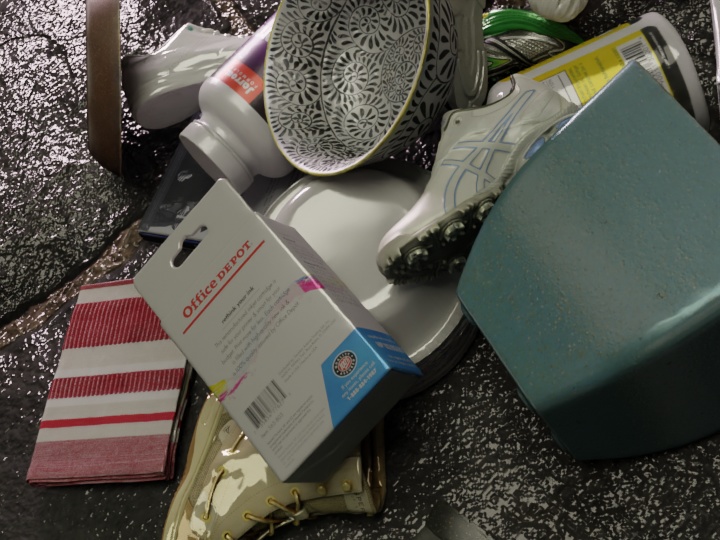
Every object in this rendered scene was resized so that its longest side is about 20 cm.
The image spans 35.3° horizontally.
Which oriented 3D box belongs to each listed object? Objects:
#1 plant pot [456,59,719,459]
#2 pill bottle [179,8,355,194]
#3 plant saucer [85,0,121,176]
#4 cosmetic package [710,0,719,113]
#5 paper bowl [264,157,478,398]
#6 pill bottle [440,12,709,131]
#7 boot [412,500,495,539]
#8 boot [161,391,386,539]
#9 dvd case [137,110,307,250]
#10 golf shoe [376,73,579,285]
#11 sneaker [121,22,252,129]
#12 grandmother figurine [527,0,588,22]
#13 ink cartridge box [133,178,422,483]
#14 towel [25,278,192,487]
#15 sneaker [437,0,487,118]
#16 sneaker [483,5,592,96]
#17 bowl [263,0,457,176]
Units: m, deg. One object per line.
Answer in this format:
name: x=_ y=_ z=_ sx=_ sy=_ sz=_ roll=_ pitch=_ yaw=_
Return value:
plant pot: x=0.186 y=0.018 z=0.802 sx=0.199 sy=0.196 sz=0.197 roll=-35 pitch=53 yaw=6
pill bottle: x=-0.068 y=-0.165 z=1.029 sx=0.200 sy=0.113 sz=0.112 roll=-46 pitch=55 yaw=-11
plant saucer: x=-0.249 y=-0.193 z=1.100 sx=0.034 sy=0.201 sz=0.202 roll=-1 pitch=54 yaw=-13
cosmetic package: x=0.303 y=-0.116 z=0.828 sx=0.080 sy=0.201 sz=0.114 roll=-4 pitch=55 yaw=18
paper bowl: x=0.000 y=0.000 z=0.919 sx=0.198 sy=0.104 sz=0.203 roll=-5 pitch=66 yaw=12
pill bottle: x=0.174 y=-0.122 z=0.936 sx=0.198 sy=0.115 sz=0.115 roll=-23 pitch=54 yaw=6
boot: x=0.085 y=0.260 z=0.769 sx=0.199 sy=0.068 sz=0.131 roll=29 pitch=78 yaw=41
boot: x=-0.062 y=0.186 z=0.864 sx=0.154 sy=0.073 sz=0.202 roll=-1 pitch=56 yaw=20
dvd case: x=-0.100 y=-0.082 z=1.075 sx=0.198 sy=0.025 sz=0.151 roll=10 pitch=64 yaw=26
golf shoe: x=0.079 y=-0.070 z=0.850 sx=0.199 sy=0.079 sz=0.097 roll=-36 pitch=65 yaw=-14
sneaker: x=-0.140 y=-0.212 z=1.112 sx=0.198 sy=0.075 sz=0.089 roll=-18 pitch=62 yaw=-14
grandmother figurine: x=0.173 y=-0.258 z=0.997 sx=0.120 sy=0.061 sz=0.200 roll=-5 pitch=23 yaw=12
ink cartridge box: x=-0.064 y=0.042 z=0.830 sx=0.115 sy=0.068 sz=0.200 roll=-46 pitch=67 yaw=11
towel: x=-0.213 y=0.096 z=1.010 sx=0.143 sy=0.023 sz=0.202 roll=-6 pitch=56 yaw=21
sneaker: x=0.062 y=-0.234 z=0.987 sx=0.080 sy=0.076 sz=0.202 roll=0 pitch=85 yaw=39
sneaker: x=0.122 y=-0.191 z=1.032 sx=0.198 sy=0.078 sz=0.086 roll=4 pitch=88 yaw=30
bowl: x=0.017 y=-0.168 z=0.918 sx=0.200 sy=0.094 sz=0.203 roll=-13 pitch=73 yaw=47
